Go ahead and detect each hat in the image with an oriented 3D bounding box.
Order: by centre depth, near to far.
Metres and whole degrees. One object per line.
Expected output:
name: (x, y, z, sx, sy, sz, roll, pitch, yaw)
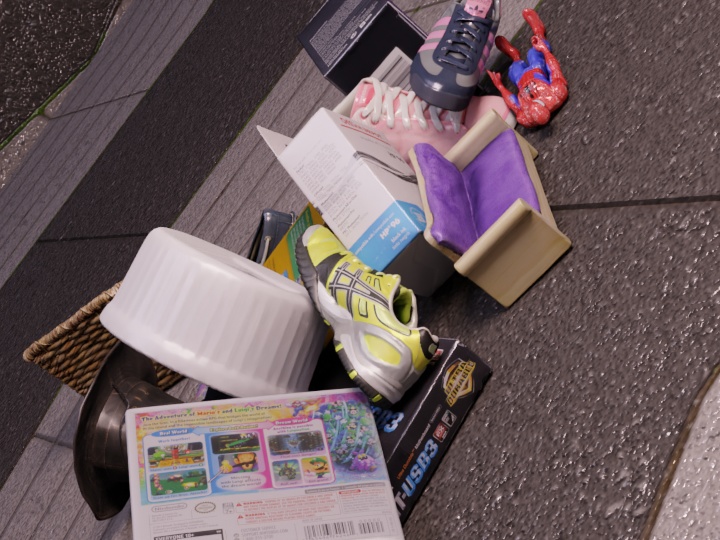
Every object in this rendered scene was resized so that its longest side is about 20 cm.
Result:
hat: (-0.229, 0.169, 1.715, 0.080, 0.202, 0.202, 4, 47, 16)

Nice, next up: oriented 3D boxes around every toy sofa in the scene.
toy sofa: (0.110, -0.067, 1.414, 0.083, 0.097, 0.201, -44, 22, 19)

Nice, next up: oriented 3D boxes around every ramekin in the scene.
ramekin: (-0.121, 0.040, 1.427, 0.099, 0.199, 0.200, -65, 22, 2)

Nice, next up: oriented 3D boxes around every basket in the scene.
basket: (-0.275, 0.057, 1.915, 0.199, 0.149, 0.144, -34, 28, 39)

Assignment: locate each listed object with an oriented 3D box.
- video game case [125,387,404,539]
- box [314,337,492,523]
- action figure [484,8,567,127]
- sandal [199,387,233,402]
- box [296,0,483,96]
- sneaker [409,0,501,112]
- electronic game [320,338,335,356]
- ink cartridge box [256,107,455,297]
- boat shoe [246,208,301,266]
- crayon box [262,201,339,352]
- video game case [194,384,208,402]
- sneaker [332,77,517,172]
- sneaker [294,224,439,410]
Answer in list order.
video game case: (-0.078, 0.162, 1.241, 0.183, 0.198, 0.024, -106, 13, -54)
box: (0.001, 0.147, 1.370, 0.200, 0.050, 0.199, -58, 23, -14)
action figure: (0.163, -0.192, 1.572, 0.065, 0.052, 0.201, -38, 27, 19)
sandal: (-0.159, 0.189, 1.538, 0.076, 0.043, 0.202, 31, 104, 59)
box: (0.028, -0.226, 1.751, 0.104, 0.148, 0.200, -48, 23, 8)
sneaker: (0.097, -0.227, 1.583, 0.201, 0.070, 0.083, -71, 4, -57)
electronic game: (0.000, 0.000, 1.601, 0.200, 0.042, 0.201, -42, 24, 24)
ink cartridge box: (0.004, -0.076, 1.479, 0.068, 0.116, 0.201, -46, 64, 16)
boat shoe: (-0.112, 0.015, 1.672, 0.075, 0.061, 0.201, -93, 27, -43)
crayon box: (-0.056, 0.023, 1.564, 0.201, 0.051, 0.126, -53, 28, 24)
video game case: (-0.131, 0.123, 1.702, 0.143, 0.018, 0.201, -37, 26, 33)
sneaker: (0.051, -0.148, 1.604, 0.199, 0.105, 0.076, -16, 38, 32)
sneaker: (0.007, 0.028, 1.358, 0.076, 0.075, 0.201, -37, 49, 8)
